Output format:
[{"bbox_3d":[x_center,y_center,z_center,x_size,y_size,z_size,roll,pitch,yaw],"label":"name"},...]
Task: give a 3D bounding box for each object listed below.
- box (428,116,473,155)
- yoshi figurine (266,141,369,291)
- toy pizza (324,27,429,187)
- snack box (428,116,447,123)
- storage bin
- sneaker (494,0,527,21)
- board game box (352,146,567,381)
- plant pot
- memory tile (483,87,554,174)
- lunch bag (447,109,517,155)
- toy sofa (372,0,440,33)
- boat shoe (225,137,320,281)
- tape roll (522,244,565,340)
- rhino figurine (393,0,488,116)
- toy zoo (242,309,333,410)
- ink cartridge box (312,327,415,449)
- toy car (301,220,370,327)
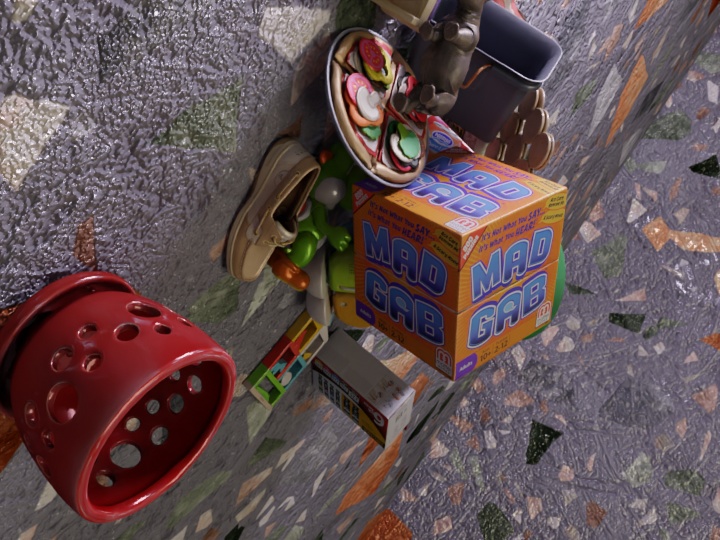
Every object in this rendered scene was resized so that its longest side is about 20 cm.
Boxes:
[{"bbox_3d":[0.107,-0.142,1.168,0.095,0.100,0.201,-40,166,-16],"label":"box"},{"bbox_3d":[-0.046,-0.073,1.008,0.203,0.111,0.112,-60,165,9],"label":"yoshi figurine"},{"bbox_3d":[0.032,-0.204,0.895,0.031,0.204,0.199,-14,-173,39],"label":"toy pizza"},{"bbox_3d":[0.079,-0.217,1.158,0.199,0.024,0.073,-27,147,-50],"label":"snack box"},{"bbox_3d":[0.150,-0.273,0.997,0.146,0.198,0.135,-53,172,-41],"label":"storage bin"},{"bbox_3d":[0.199,-0.391,1.124,0.087,0.074,0.200,-43,156,9],"label":"sneaker"},{"bbox_3d":[0.125,-0.020,0.966,0.197,0.198,0.204,-24,126,-33],"label":"board game box"},{"bbox_3d":[-0.252,0.112,0.731,0.200,0.181,0.202,-43,156,-25],"label":"plant pot"},{"bbox_3d":[0.214,-0.152,1.053,0.201,0.016,0.156,121,-25,-44],"label":"memory tile"},{"bbox_3d":[0.209,-0.255,1.201,0.201,0.115,0.166,-62,170,-47],"label":"lunch bag"},{"bbox_3d":[0.095,-0.390,0.864,0.097,0.082,0.203,-8,129,-60],"label":"toy sofa"},{"bbox_3d":[-0.110,-0.064,0.924,0.073,0.069,0.203,-16,136,-57],"label":"boat shoe"},{"bbox_3d":[0.221,0.004,1.103,0.047,0.201,0.203,0,127,-33],"label":"tape roll"},{"bbox_3d":[0.110,-0.277,0.871,0.087,0.059,0.203,-9,126,-58],"label":"rhino figurine"},{"bbox_3d":[-0.117,0.147,1.278,0.201,0.020,0.132,-50,158,-14],"label":"toy zoo"},{"bbox_3d":[0.002,0.241,1.419,0.084,0.199,0.177,-40,153,-27],"label":"ink cartridge box"},{"bbox_3d":[0.000,0.000,1.167,0.202,0.170,0.153,85,11,-58],"label":"toy car"}]
